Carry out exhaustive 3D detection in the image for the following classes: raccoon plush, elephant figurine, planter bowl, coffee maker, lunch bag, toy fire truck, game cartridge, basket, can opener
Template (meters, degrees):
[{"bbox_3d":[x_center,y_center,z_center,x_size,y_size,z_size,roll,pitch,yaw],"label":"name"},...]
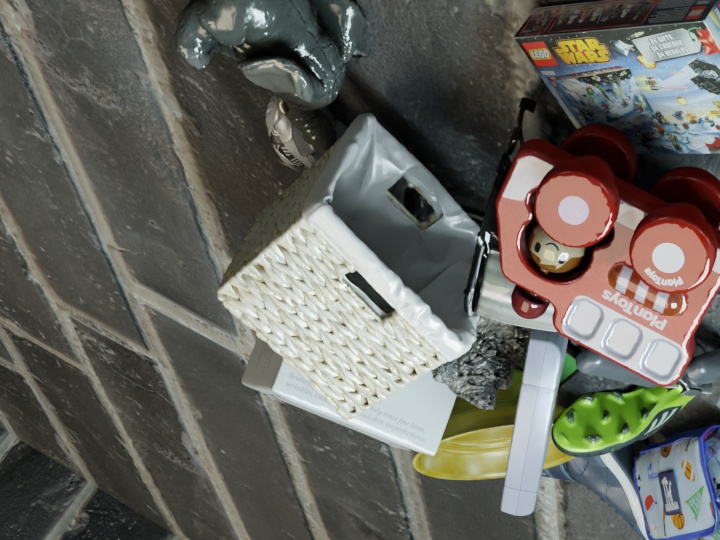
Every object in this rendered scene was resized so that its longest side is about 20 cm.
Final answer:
[{"bbox_3d":[0.130,0.036,1.566,0.096,0.134,0.201,20,131,23],"label":"raccoon plush"},{"bbox_3d":[-0.062,-0.207,1.495,0.200,0.142,0.155,38,-169,-13],"label":"elephant figurine"},{"bbox_3d":[0.151,0.162,1.774,0.198,0.084,0.201,-5,158,-2],"label":"planter bowl"},{"bbox_3d":[0.206,-0.024,1.401,0.198,0.135,0.194,15,114,9],"label":"coffee maker"},{"bbox_3d":[0.390,0.258,1.716,0.200,0.124,0.170,50,157,0],"label":"lunch bag"},{"bbox_3d":[0.197,-0.011,1.302,0.199,0.112,0.169,26,120,6],"label":"toy fire truck"},{"bbox_3d":[0.167,0.126,1.528,0.040,0.134,0.201,13,122,11],"label":"game cartridge"},{"bbox_3d":[0.000,0.000,1.518,0.198,0.200,0.161,44,119,-12],"label":"basket"},{"bbox_3d":[0.283,0.077,1.520,0.199,0.054,0.067,14,146,-42],"label":"can opener"}]

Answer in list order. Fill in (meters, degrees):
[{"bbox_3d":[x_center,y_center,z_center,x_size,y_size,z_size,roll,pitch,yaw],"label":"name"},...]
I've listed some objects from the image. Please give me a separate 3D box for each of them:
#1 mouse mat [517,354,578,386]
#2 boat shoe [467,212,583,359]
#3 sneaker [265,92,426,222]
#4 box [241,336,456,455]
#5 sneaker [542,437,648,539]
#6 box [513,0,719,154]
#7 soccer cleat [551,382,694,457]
[{"bbox_3d":[0.181,0.060,1.781,0.160,0.008,0.200,37,158,2],"label":"mouse mat"},{"bbox_3d":[0.169,0.016,1.651,0.199,0.057,0.067,36,157,2],"label":"boat shoe"},{"bbox_3d":[-0.009,-0.114,1.644,0.114,0.075,0.200,14,153,41],"label":"sneaker"},{"bbox_3d":[0.008,0.067,1.716,0.198,0.202,0.131,24,171,-16],"label":"box"},{"bbox_3d":[0.276,0.240,1.873,0.145,0.077,0.203,-8,122,44],"label":"sneaker"},{"bbox_3d":[0.231,-0.152,1.272,0.199,0.040,0.137,5,143,51],"label":"box"},{"bbox_3d":[0.262,0.145,1.587,0.068,0.199,0.081,47,142,28],"label":"soccer cleat"}]
